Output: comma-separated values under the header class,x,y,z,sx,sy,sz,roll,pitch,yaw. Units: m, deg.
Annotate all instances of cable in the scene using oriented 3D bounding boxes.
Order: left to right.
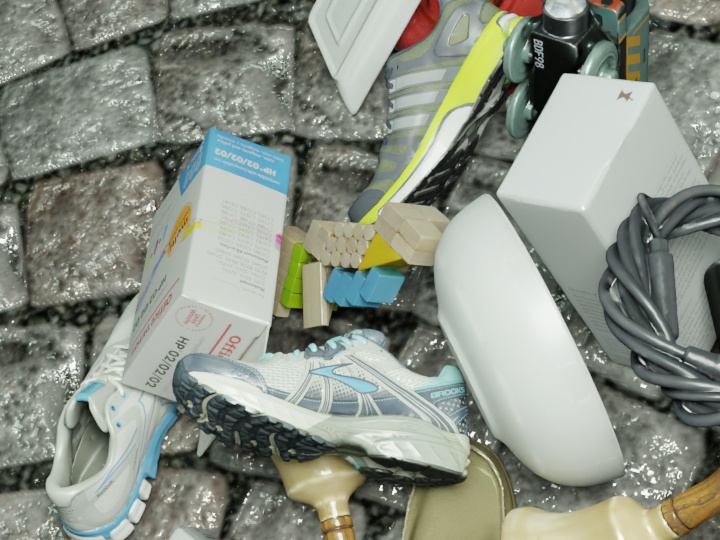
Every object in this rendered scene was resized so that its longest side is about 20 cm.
class,x,y,z,sx,sy,sz,roll,pitch,yaw
cable,0.219,0.023,1.019,0.163,0.051,0.200,-26,52,-21

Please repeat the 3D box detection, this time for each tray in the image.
class,x,y,z,sx,sy,sz,roll,pitch,yaw
tray,0.009,-0.223,1.323,0.022,0.200,0.108,0,51,-30

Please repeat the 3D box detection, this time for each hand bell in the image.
class,x,y,z,sx,sy,sz,roll,pitch,yaw
hand bell,-0.015,0.176,1.164,0.104,0.104,0.200,-16,70,6
hand bell,0.192,0.140,1.031,0.200,0.104,0.104,-36,54,25

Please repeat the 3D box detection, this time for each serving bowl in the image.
class,x,y,z,sx,sy,sz,roll,pitch,yaw
serving bowl,0.096,0.054,1.122,0.066,0.200,0.200,-25,58,-1

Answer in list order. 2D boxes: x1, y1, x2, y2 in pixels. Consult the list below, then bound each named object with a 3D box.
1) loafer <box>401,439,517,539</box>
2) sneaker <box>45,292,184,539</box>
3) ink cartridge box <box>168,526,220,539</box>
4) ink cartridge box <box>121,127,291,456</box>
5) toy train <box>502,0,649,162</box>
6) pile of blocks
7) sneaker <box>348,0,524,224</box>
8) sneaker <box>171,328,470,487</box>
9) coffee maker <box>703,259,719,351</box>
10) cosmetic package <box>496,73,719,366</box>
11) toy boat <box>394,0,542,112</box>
class,x,y,z,sx,sy,sz,roll,pitch,yaw
loafer,0.060,0.198,1.129,0.076,0.067,0.200,0,63,12
sneaker,-0.170,0.091,1.243,0.075,0.087,0.200,4,61,19
ink cartridge box,-0.106,0.294,1.141,0.162,0.050,0.200,34,95,29
ink cartridge box,-0.109,0.014,1.224,0.068,0.115,0.200,20,47,-18
toy train,0.157,-0.125,1.218,0.085,0.200,0.114,22,54,27
pile of blocks,0.000,0.000,1.240,0.200,0.062,0.082,-7,81,51
sneaker,0.047,-0.115,1.271,0.081,0.074,0.200,40,108,18
sneaker,-0.023,0.078,1.121,0.200,0.078,0.086,17,65,-17
coffee maker,0.277,0.085,1.096,0.192,0.135,0.200,-10,58,10
cosmetic package,0.176,-0.025,1.141,0.071,0.200,0.102,13,63,40
toy boat,0.082,-0.216,1.321,0.130,0.131,0.200,-40,59,-9
